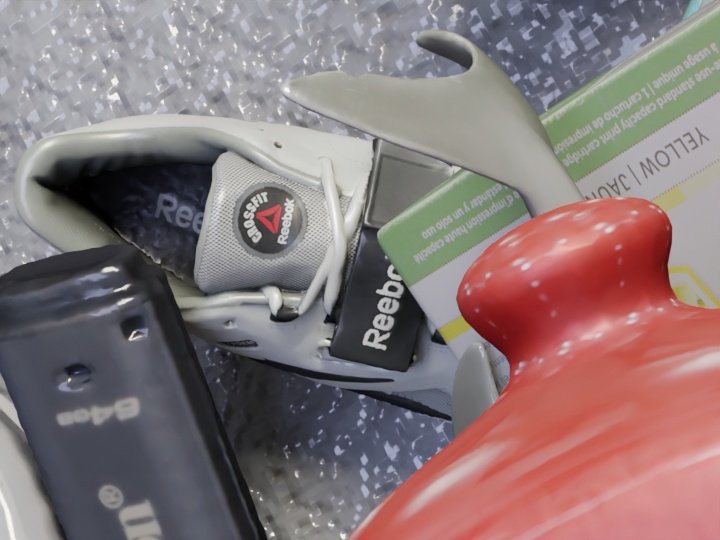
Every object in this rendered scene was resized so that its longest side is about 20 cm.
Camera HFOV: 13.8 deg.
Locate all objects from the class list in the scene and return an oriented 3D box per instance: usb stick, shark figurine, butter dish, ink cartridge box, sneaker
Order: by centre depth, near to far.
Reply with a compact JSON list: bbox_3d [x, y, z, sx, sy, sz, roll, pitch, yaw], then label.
[{"bbox_3d":[0.064,0.057,0.554,0.199,0.199,0.148,-25,87,12],"label":"butter dish"},{"bbox_3d":[0.031,0.055,0.659,0.128,0.089,0.215,30,137,25],"label":"shark figurine"},{"bbox_3d":[0.110,0.038,0.673,0.200,0.048,0.145,56,140,-2],"label":"ink cartridge box"},{"bbox_3d":[0.000,0.000,0.767,0.199,0.088,0.074,9,90,23],"label":"sneaker"},{"bbox_3d":[-0.043,0.089,0.774,0.055,0.033,0.201,-10,108,30],"label":"usb stick"}]

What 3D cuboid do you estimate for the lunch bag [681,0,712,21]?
[{"bbox_3d":[0.171,-0.070,0.694,0.160,0.077,0.201,28,100,21],"label":"lunch bag"}]

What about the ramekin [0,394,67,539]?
[{"bbox_3d":[-0.162,0.098,0.787,0.201,0.094,0.203,1,70,-2],"label":"ramekin"}]
